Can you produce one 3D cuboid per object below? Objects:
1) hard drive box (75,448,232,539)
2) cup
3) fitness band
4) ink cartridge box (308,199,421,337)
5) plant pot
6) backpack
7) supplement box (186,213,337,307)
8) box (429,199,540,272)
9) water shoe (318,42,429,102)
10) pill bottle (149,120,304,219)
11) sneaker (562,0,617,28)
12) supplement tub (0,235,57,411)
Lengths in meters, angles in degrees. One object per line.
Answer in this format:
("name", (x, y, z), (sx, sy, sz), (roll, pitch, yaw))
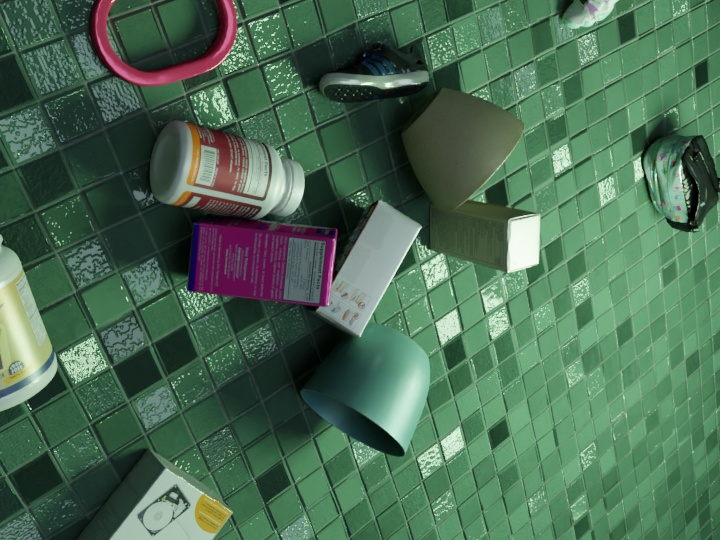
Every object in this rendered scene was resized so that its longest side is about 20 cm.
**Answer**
("hard drive box", (-0.318, 0.399, 1.158), (0.200, 0.077, 0.156), (-53, 126, -12))
("cup", (0.152, -0.218, 1.277), (0.143, 0.200, 0.201), (42, 76, -10))
("fitness band", (-0.259, -0.326, 1.022), (0.199, 0.037, 0.145), (-25, 119, -28))
("ink cartridge box", (0.000, 0.000, 1.255), (0.083, 0.176, 0.201), (30, 83, -7))
("plant pot", (0.024, 0.187, 1.283), (0.201, 0.200, 0.162), (48, 63, -35))
("backpack", (0.723, -0.207, 1.725), (0.167, 0.126, 0.201), (-50, 126, -28))
("supplement box", (-0.136, -0.016, 1.098), (0.198, 0.101, 0.104), (8, 101, -2))
("box", (0.213, -0.066, 1.339), (0.077, 0.199, 0.096), (-12, 110, -33))
("water shoe", (0.015, -0.316, 1.219), (0.199, 0.071, 0.080), (-10, 81, -33))
("pill bottle", (-0.184, -0.134, 1.081), (0.199, 0.113, 0.114), (10, 97, -38))
("sneaker", (0.443, -0.549, 1.407), (0.199, 0.078, 0.140), (-34, 134, 14))
("supplement tub", (-0.461, 0.056, 0.911), (0.144, 0.144, 0.201), (-25, 116, -29))
